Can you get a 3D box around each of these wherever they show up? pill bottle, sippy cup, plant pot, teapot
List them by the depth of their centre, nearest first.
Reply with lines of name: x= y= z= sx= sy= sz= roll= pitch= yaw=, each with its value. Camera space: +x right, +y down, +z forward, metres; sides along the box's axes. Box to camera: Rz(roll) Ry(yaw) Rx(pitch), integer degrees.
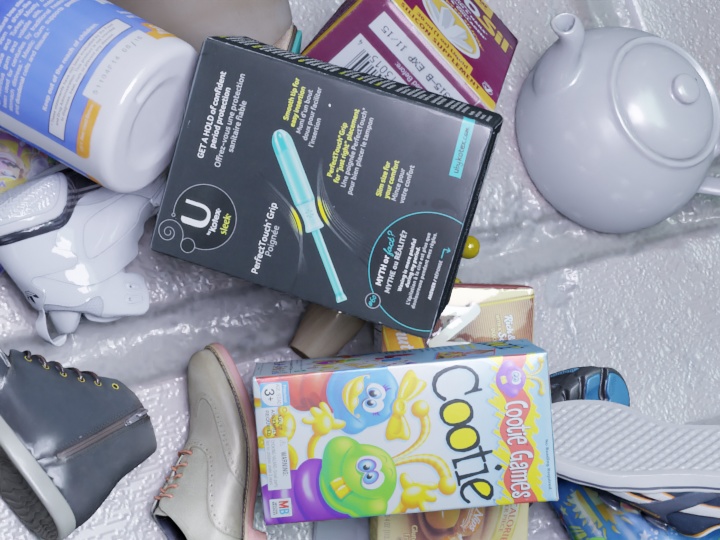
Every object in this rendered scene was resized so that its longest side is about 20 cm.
pill bottle: x=-0.215 y=-0.143 z=1.044 sx=0.199 sy=0.112 sz=0.112 roll=29 pitch=57 yaw=17
plant pot: x=-0.142 y=-0.232 z=1.146 sx=0.200 sy=0.200 sz=0.174 roll=-45 pitch=116 yaw=-32
sippy cup: x=0.226 y=0.199 z=1.251 sx=0.140 sy=0.178 sz=0.130 roll=-40 pitch=85 yaw=-5
teapot: x=0.246 y=-0.132 z=1.348 sx=0.199 sy=0.146 sz=0.198 roll=-19 pitch=85 yaw=-34

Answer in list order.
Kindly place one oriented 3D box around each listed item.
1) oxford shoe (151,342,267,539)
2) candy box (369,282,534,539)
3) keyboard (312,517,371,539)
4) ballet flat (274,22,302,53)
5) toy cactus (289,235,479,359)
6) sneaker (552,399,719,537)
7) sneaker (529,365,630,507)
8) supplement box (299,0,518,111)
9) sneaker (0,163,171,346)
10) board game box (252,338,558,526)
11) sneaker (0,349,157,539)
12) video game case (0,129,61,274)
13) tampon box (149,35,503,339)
oxford shoe: x=-0.112 y=0.150 z=1.100 sx=0.073 sy=0.071 sz=0.201 roll=-2 pitch=72 yaw=-20
candy box: x=0.068 y=0.110 z=1.159 sx=0.115 sy=0.055 sz=0.201 roll=1 pitch=91 yaw=-7
keyboard: x=-0.008 y=0.168 z=1.190 sx=0.056 sy=0.011 sz=0.201 roll=12 pitch=69 yaw=-21
ballet flat: x=-0.092 y=-0.111 z=1.196 sx=0.067 sy=0.068 sz=0.201 roll=11 pitch=66 yaw=-3
toy cactus: x=0.000 y=0.000 z=1.212 sx=0.200 sy=0.102 sz=0.165 roll=41 pitch=78 yaw=-16
sneaker: x=0.222 y=0.155 z=1.166 sx=0.079 sy=0.199 sz=0.080 roll=-64 pitch=154 yaw=-42
sneaker: x=0.124 y=0.144 z=1.242 sx=0.199 sy=0.082 sz=0.073 roll=-29 pitch=101 yaw=-15
supplement box: x=0.040 y=-0.168 z=1.213 sx=0.131 sy=0.103 sz=0.200 roll=45 pitch=24 yaw=-10
sneaker: x=-0.175 y=-0.032 z=1.112 sx=0.200 sy=0.075 sz=0.115 roll=-32 pitch=106 yaw=-35
board game box: x=0.029 y=0.111 z=1.075 sx=0.199 sy=0.105 sz=0.104 roll=-5 pitch=93 yaw=-1
sneaker: x=-0.230 y=0.077 z=1.058 sx=0.106 sy=0.075 sz=0.201 roll=-41 pitch=106 yaw=-37
video game case: x=-0.283 y=-0.088 z=1.103 sx=0.143 sy=0.018 sz=0.200 roll=38 pitch=60 yaw=-16
tampon box: x=-0.019 y=-0.062 z=1.058 sx=0.199 sy=0.126 sz=0.151 roll=18 pitch=100 yaw=6
